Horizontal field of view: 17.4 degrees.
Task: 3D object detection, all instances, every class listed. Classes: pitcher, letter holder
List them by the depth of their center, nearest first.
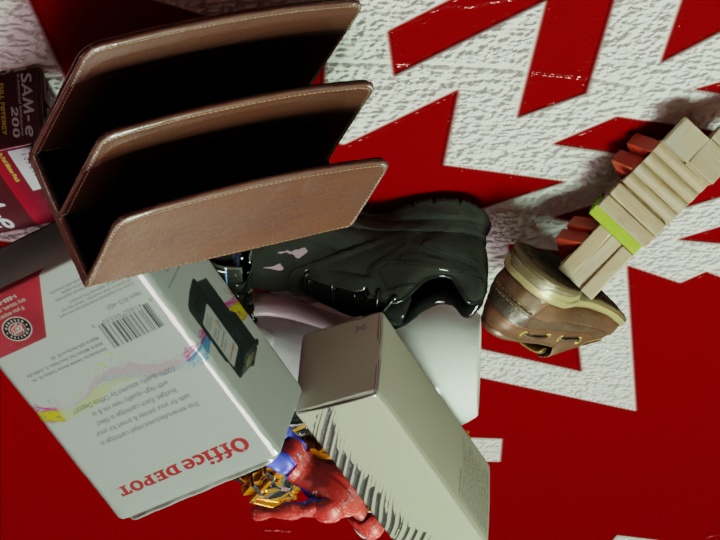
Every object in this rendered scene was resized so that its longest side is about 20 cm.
[{"bbox_3d":[-0.084,-0.085,1.467,0.200,0.101,0.142,-14,157,-31],"label":"letter holder"},{"bbox_3d":[-0.008,0.062,1.812,0.199,0.122,0.172,2,159,4],"label":"pitcher"}]

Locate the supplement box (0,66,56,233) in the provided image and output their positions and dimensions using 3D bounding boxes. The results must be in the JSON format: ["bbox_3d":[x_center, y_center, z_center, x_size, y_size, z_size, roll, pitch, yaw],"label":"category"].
[{"bbox_3d":[-0.288,-0.064,1.557,0.199,0.061,0.109,-13,152,7],"label":"supplement box"}]

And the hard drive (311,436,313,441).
[{"bbox_3d":[-0.063,0.134,2.025,0.199,0.038,0.140,6,150,-23],"label":"hard drive"}]

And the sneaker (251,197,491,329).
[{"bbox_3d":[0.000,0.000,1.723,0.199,0.091,0.076,-5,154,0],"label":"sneaker"}]

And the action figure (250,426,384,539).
[{"bbox_3d":[-0.070,0.146,1.789,0.200,0.065,0.099,40,140,1],"label":"action figure"}]

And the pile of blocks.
[{"bbox_3d":[0.205,-0.063,1.706,0.062,0.082,0.200,43,129,-1],"label":"pile of blocks"}]

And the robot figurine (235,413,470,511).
[{"bbox_3d":[-0.013,0.164,1.992,0.199,0.058,0.145,5,149,-24],"label":"robot figurine"}]

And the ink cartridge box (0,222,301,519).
[{"bbox_3d":[-0.157,0.058,1.636,0.145,0.083,0.200,-24,115,25],"label":"ink cartridge box"}]

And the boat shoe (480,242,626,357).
[{"bbox_3d":[0.143,0.029,1.793,0.068,0.072,0.200,-51,157,10],"label":"boat shoe"}]

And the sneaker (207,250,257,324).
[{"bbox_3d":[-0.106,0.015,1.685,0.078,0.070,0.200,-15,126,24],"label":"sneaker"}]

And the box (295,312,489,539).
[{"bbox_3d":[0.027,0.127,1.743,0.068,0.082,0.200,-16,133,21],"label":"box"}]
